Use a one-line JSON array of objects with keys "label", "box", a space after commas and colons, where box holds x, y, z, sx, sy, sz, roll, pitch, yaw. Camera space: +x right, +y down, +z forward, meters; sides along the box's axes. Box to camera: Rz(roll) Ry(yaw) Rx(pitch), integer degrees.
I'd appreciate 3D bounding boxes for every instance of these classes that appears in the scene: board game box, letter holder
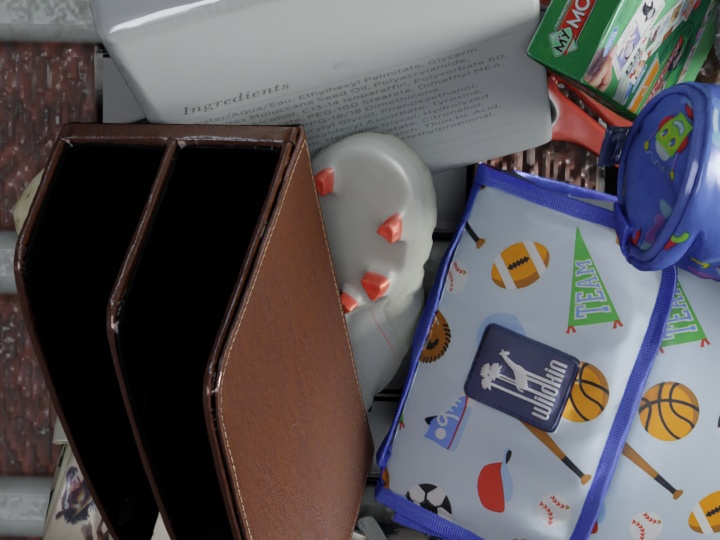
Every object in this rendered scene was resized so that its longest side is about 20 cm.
[{"label": "board game box", "box": [0.144, -0.160, 0.733, 0.029, 0.134, 0.201, 29, 96, 23]}, {"label": "letter holder", "box": [-0.068, 0.062, 0.715, 0.100, 0.143, 0.200, 2, 137, 13]}]

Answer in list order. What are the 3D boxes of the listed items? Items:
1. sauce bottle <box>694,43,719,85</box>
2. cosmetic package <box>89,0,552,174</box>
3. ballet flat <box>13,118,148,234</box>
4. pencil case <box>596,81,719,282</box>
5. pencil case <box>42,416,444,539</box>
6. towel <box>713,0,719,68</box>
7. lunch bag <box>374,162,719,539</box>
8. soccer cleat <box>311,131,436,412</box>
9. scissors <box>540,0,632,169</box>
[{"label": "sauce bottle", "box": [0.118, -0.175, 0.829, 0.065, 0.065, 0.201, -26, 95, 5]}, {"label": "cosmetic package", "box": [-0.020, -0.143, 0.743, 0.164, 0.200, 0.166, -14, 70, 3]}, {"label": "ballet flat", "box": [-0.071, -0.046, 0.854, 0.199, 0.057, 0.067, -12, 97, 3]}, {"label": "pencil case", "box": [0.196, -0.012, 0.731, 0.199, 0.078, 0.087, 17, 130, -16]}, {"label": "pencil case", "box": [-0.061, 0.129, 0.866, 0.199, 0.078, 0.090, 21, 128, -2]}, {"label": "towel", "box": [0.243, -0.168, 0.762, 0.085, 0.165, 0.201, 34, 119, 37]}, {"label": "lunch bag", "box": [0.120, 0.055, 0.818, 0.199, 0.124, 0.171, 17, 98, -11]}, {"label": "soccer cleat", "box": [0.000, 0.000, 0.804, 0.069, 0.200, 0.078, 34, 53, 15]}, {"label": "scissors", "box": [0.142, -0.058, 0.869, 0.200, 0.014, 0.073, 32, 98, -3]}]
